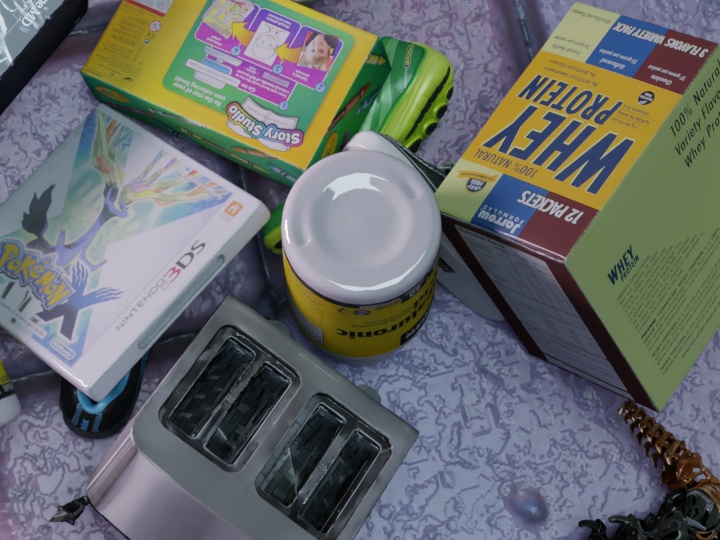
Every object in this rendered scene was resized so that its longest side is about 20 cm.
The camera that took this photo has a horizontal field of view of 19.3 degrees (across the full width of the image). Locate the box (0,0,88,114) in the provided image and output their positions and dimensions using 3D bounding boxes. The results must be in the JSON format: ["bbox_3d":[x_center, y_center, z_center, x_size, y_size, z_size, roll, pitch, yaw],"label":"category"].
[{"bbox_3d":[-0.329,-0.189,1.560,0.182,0.104,0.200,38,78,-2],"label":"box"}]

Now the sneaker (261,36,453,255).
[{"bbox_3d":[-0.010,-0.094,1.618,0.084,0.074,0.200,35,80,25],"label":"sneaker"}]

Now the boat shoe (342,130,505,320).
[{"bbox_3d":[0.060,-0.046,1.585,0.200,0.071,0.064,48,64,-34],"label":"boat shoe"}]

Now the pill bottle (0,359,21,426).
[{"bbox_3d":[-0.331,0.036,1.509,0.112,0.112,0.200,-25,91,-12],"label":"pill bottle"}]

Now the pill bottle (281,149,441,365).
[{"bbox_3d":[0.000,0.000,1.522,0.111,0.200,0.112,0,71,0],"label":"pill bottle"}]

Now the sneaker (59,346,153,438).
[{"bbox_3d":[-0.170,0.024,1.559,0.073,0.082,0.201,12,78,-5],"label":"sneaker"}]

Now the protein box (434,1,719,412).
[{"bbox_3d":[0.188,-0.046,1.543,0.135,0.200,0.199,24,71,41],"label":"protein box"}]

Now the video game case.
[{"bbox_3d":[-0.189,-0.018,1.532,0.182,0.022,0.200,-48,49,-13],"label":"video game case"}]

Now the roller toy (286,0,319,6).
[{"bbox_3d":[-0.065,-0.294,1.570,0.182,0.200,0.140,45,74,-4],"label":"roller toy"}]

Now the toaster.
[{"bbox_3d":[-0.082,0.139,1.504,0.181,0.119,0.200,36,53,0],"label":"toaster"}]

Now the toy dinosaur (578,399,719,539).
[{"bbox_3d":[0.242,0.200,1.601,0.135,0.102,0.200,-24,66,-26],"label":"toy dinosaur"}]

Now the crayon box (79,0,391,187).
[{"bbox_3d":[-0.093,-0.149,1.580,0.200,0.058,0.119,25,76,16],"label":"crayon box"}]
